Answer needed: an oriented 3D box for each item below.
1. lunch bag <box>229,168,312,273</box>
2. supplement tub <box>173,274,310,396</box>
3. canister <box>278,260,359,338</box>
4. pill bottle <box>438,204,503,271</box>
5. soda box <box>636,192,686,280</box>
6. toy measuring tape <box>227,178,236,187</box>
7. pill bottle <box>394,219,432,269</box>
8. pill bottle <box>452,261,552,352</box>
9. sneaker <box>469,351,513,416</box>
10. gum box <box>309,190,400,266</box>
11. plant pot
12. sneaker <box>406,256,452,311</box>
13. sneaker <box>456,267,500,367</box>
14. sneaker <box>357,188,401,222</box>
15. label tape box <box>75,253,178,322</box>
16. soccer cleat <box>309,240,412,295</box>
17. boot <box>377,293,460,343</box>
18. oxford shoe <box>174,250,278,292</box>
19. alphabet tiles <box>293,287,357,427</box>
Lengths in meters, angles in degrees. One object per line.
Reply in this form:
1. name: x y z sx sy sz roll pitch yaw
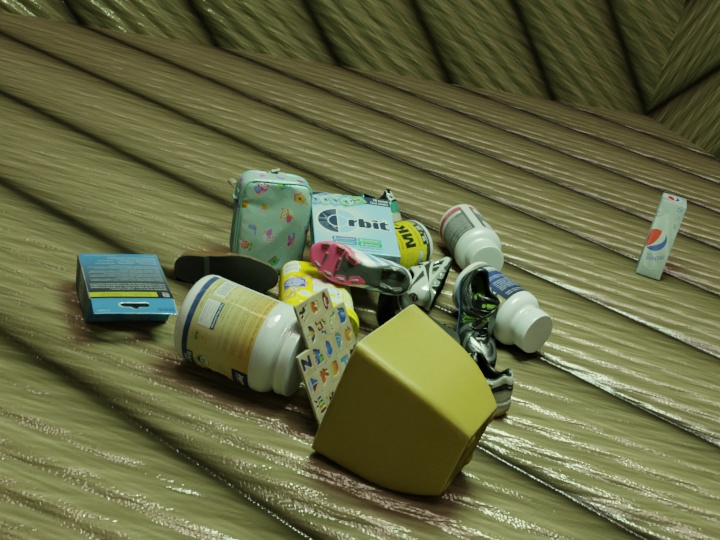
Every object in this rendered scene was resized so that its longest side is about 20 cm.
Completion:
1. lunch bag: -0.182 -0.100 1.830 0.157 0.204 0.077 5 23 -14
2. supplement tub: -0.179 0.105 1.462 0.196 0.147 0.144 20 25 15
3. canister: -0.081 0.063 1.678 0.145 0.088 0.201 10 23 -9
4. pill bottle: 0.254 -0.061 2.092 0.108 0.113 0.201 6 25 -16
5. soda box: 0.748 -0.084 2.298 0.062 0.204 0.068 19 26 12
6. toy measuring tape: -0.220 -0.120 1.967 0.199 0.074 0.074 34 7 -40
7. pill bottle: 0.052 -0.037 1.928 0.113 0.116 0.198 31 30 33
8. pill bottle: 0.280 0.075 1.815 0.109 0.113 0.199 -6 31 -37
9. sneaker: 0.176 0.169 1.590 0.197 0.089 0.075 22 27 22
10. gum box: -0.015 -0.077 1.814 0.166 0.045 0.202 6 35 -10
11. plant pot: 0.080 0.208 1.348 0.198 0.198 0.193 34 29 17
12. sneaker: 0.135 0.010 1.921 0.087 0.075 0.200 21 25 11
13. sneaker: 0.221 0.087 1.723 0.069 0.083 0.204 6 64 -16
14. sneaker: 0.000 -0.126 2.036 0.197 0.082 0.071 -13 -1 32
15. label tape box: -0.401 0.044 1.572 0.140 0.067 0.201 1 30 -26
16. soccer cleat: 0.000 0.000 1.705 0.196 0.071 0.086 20 2 2
17. boot: 0.112 0.095 1.747 0.135 0.078 0.202 12 35 -18
18. oxford shoe: -0.251 -0.009 1.762 0.195 0.073 0.071 11 19 -4
19. alphabet tiles: -0.047 0.137 1.438 0.007 0.204 0.167 -14 9 31
